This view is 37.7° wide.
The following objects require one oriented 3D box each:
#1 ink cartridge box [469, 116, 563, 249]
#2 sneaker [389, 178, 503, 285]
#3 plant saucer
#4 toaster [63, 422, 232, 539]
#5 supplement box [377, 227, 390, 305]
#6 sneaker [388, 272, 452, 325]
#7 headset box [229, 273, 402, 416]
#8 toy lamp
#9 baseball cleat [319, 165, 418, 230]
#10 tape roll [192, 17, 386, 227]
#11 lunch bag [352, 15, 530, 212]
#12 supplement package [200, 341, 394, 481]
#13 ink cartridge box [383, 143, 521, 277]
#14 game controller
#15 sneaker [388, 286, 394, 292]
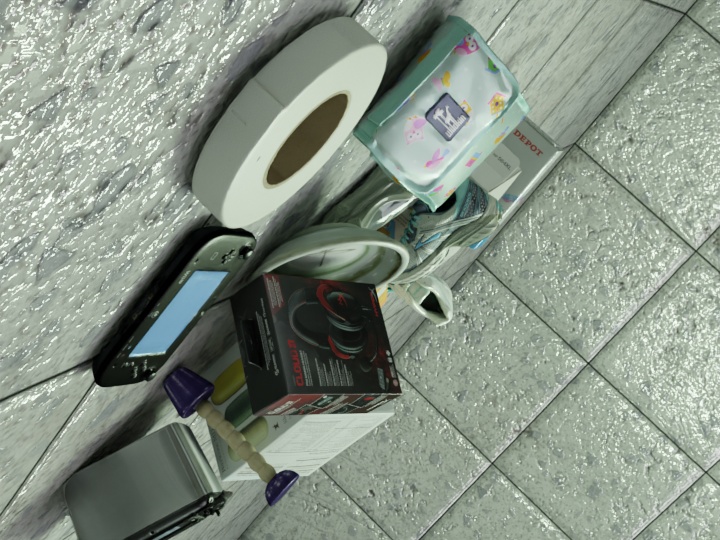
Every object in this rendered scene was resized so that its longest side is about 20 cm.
[{"bbox_3d":[0.192,-0.156,1.611,0.200,0.144,0.085,-50,171,17],"label":"ink cartridge box"},{"bbox_3d":[0.088,-0.058,1.412,0.199,0.086,0.078,-34,-153,24],"label":"sneaker"},{"bbox_3d":[-0.042,-0.013,1.273,0.198,0.051,0.200,-11,159,-4],"label":"plant saucer"},{"bbox_3d":[-0.264,0.286,1.341,0.199,0.119,0.181,-27,169,-7],"label":"toaster"},{"bbox_3d":[0.000,0.000,1.527,0.069,0.066,0.201,-45,161,-20],"label":"supplement box"},{"bbox_3d":[0.073,0.007,1.599,0.070,0.200,0.080,-46,-160,12],"label":"sneaker"},{"bbox_3d":[-0.060,0.090,1.245,0.199,0.150,0.075,7,151,-42],"label":"headset box"},{"bbox_3d":[-0.161,0.197,1.288,0.058,0.200,0.058,-46,171,-10],"label":"toy lamp"},{"bbox_3d":[0.016,-0.087,1.381,0.199,0.070,0.106,-33,172,-22],"label":"baseball cleat"},{"bbox_3d":[-0.057,-0.122,0.886,0.203,0.037,0.203,-46,172,-9],"label":"tape roll"},{"bbox_3d":[0.083,-0.169,1.137,0.170,0.122,0.200,-46,163,5],"label":"lunch bag"},{"bbox_3d":[-0.090,0.165,1.387,0.150,0.153,0.200,5,145,-42],"label":"supplement package"},{"bbox_3d":[0.121,-0.117,1.506,0.125,0.128,0.201,-34,164,-54],"label":"ink cartridge box"},{"bbox_3d":[-0.179,0.036,1.017,0.200,0.042,0.104,-51,171,15],"label":"game controller"},{"bbox_3d":[0.065,0.000,1.665,0.200,0.080,0.077,-49,171,6],"label":"sneaker"}]
